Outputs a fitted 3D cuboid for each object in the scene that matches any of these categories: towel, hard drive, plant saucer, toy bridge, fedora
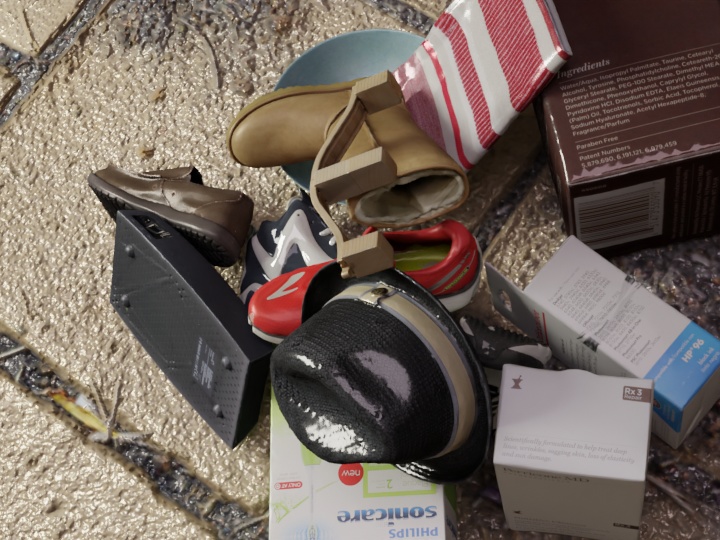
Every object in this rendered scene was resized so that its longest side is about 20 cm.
[{"bbox_3d":[0.098,-0.174,1.157,0.023,0.200,0.144,5,55,-32],"label":"towel"},{"bbox_3d":[-0.150,0.046,1.183,0.042,0.135,0.200,-25,56,-33],"label":"hard drive"},{"bbox_3d":[0.013,-0.136,1.266,0.200,0.039,0.202,-3,61,5],"label":"plant saucer"},{"bbox_3d":[-0.005,-0.071,1.037,0.067,0.027,0.200,-18,44,24],"label":"toy bridge"},{"bbox_3d":[0.001,0.089,1.000,0.091,0.201,0.201,-26,60,-35],"label":"fedora"}]

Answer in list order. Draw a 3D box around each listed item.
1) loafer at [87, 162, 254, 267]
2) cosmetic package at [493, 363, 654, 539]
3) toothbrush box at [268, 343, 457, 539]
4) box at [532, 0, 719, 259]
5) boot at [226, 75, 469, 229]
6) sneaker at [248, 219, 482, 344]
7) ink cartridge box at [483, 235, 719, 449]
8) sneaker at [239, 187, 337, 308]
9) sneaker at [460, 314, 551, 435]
[{"bbox_3d":[-0.171,-0.060,1.253,0.200,0.073,0.071,22,63,34],"label":"loafer"},{"bbox_3d":[0.164,0.145,1.033,0.112,0.200,0.081,4,68,14],"label":"cosmetic package"},{"bbox_3d":[0.003,0.144,1.131,0.145,0.086,0.201,-4,68,10],"label":"toothbrush box"},{"bbox_3d":[0.236,-0.140,1.159,0.164,0.166,0.201,-13,66,6],"label":"box"},{"bbox_3d":[-0.018,-0.095,1.134,0.175,0.066,0.200,-20,33,-2],"label":"boot"},{"bbox_3d":[0.000,0.000,1.103,0.199,0.085,0.077,-16,52,-2],"label":"sneaker"},{"bbox_3d":[0.201,0.048,1.113,0.200,0.116,0.068,38,78,22],"label":"ink cartridge box"},{"bbox_3d":[-0.018,-0.020,1.207,0.198,0.079,0.130,-14,73,17],"label":"sneaker"},{"bbox_3d":[0.106,0.089,1.075,0.074,0.200,0.080,22,81,14],"label":"sneaker"}]
